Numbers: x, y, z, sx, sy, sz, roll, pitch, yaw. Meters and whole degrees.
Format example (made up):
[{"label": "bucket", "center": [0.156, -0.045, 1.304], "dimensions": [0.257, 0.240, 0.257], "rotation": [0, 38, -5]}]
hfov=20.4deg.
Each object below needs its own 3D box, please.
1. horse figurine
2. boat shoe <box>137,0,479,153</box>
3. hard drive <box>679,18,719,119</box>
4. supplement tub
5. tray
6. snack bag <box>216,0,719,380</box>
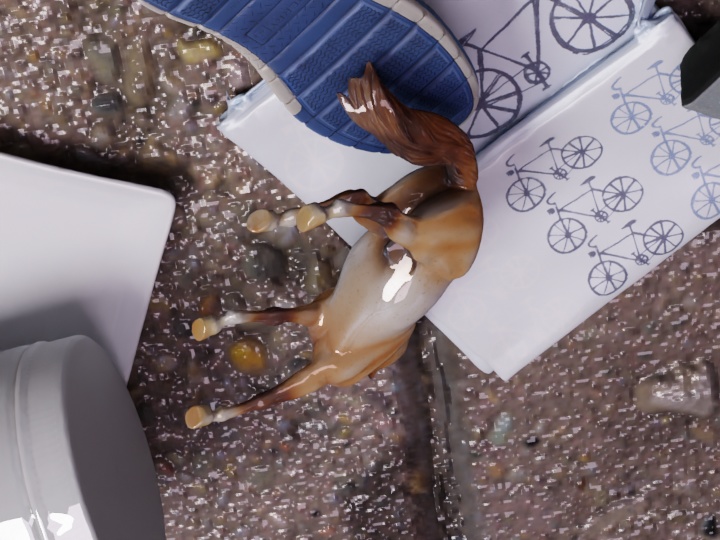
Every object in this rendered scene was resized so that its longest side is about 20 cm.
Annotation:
[{"label": "horse figurine", "center": [0.000, 0.000, 0.858], "dimensions": [0.132, 0.050, 0.201], "rotation": [-9, 142, -38]}, {"label": "boat shoe", "center": [-0.025, -0.118, 0.804], "dimensions": [0.072, 0.073, 0.200], "rotation": [-35, 136, 22]}, {"label": "hard drive", "center": [0.253, -0.086, 0.834], "dimensions": [0.198, 0.033, 0.140], "rotation": [15, 149, -20]}, {"label": "supplement tub", "center": [-0.201, 0.115, 0.905], "dimensions": [0.198, 0.132, 0.133], "rotation": [-17, 123, 9]}, {"label": "tray", "center": [-0.159, 0.031, 0.941], "dimensions": [0.106, 0.022, 0.201], "rotation": [13, 122, -10]}, {"label": "snack bag", "center": [0.067, -0.060, 0.892], "dimensions": [0.188, 0.021, 0.200], "rotation": [-37, 118, 21]}]
